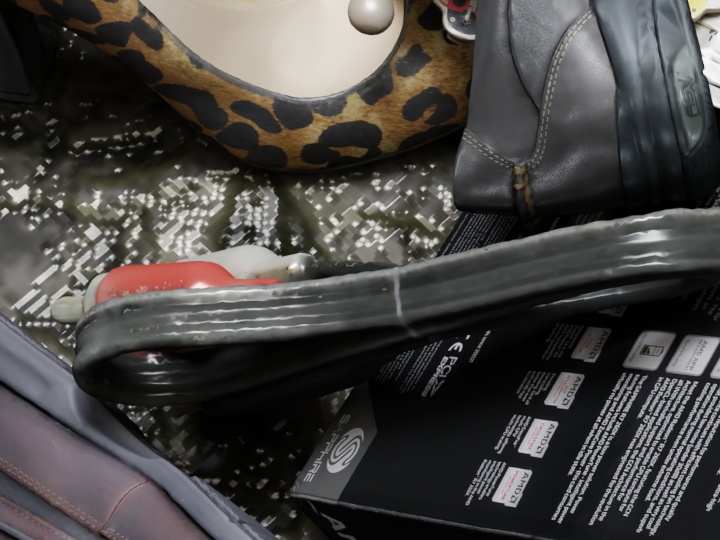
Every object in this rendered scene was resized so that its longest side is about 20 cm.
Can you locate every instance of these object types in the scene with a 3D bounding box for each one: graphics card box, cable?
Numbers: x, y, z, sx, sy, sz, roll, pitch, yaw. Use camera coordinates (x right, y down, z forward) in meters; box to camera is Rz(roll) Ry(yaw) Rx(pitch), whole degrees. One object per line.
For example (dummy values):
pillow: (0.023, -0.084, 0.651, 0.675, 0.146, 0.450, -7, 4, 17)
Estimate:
graphics card box: (0.086, 0.035, 0.741, 0.199, 0.051, 0.126, 5, 55, 47)
cable: (0.000, 0.000, 0.743, 0.199, 0.097, 0.051, -20, 70, 38)

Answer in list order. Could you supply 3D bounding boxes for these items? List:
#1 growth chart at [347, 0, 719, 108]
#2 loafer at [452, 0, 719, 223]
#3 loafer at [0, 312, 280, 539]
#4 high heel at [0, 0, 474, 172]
growth chart: (0.111, -0.105, 0.822, 0.199, 0.018, 0.145, 16, 69, 7)
loafer: (0.043, -0.106, 0.774, 0.072, 0.073, 0.201, -13, 60, 4)
loafer: (-0.063, 0.080, 0.772, 0.200, 0.072, 0.063, 37, 86, 32)
high heel: (-0.032, -0.092, 0.816, 0.199, 0.143, 0.072, 2, 62, 3)
